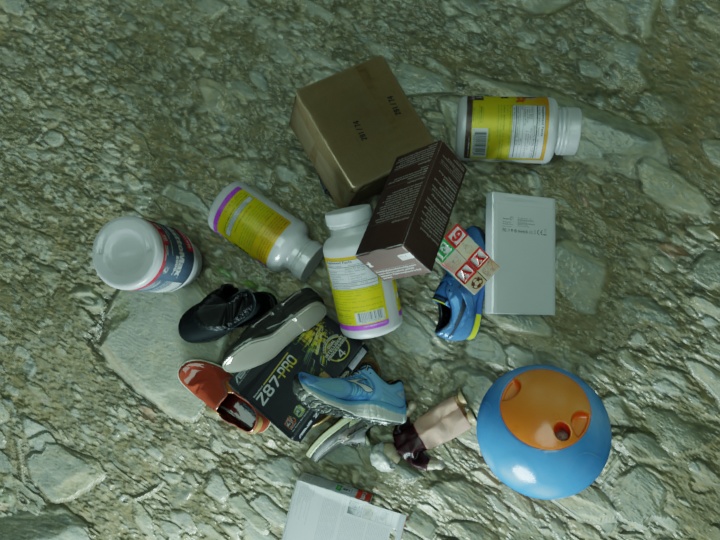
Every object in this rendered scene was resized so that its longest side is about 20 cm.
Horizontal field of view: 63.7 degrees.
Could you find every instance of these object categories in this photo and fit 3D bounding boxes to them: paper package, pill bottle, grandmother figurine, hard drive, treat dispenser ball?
[{"bbox_3d":[0.003,-0.233,0.995,0.190,0.103,0.200,-29,82,-19],"label":"paper package"},{"bbox_3d":[-0.358,-0.022,1.010,0.119,0.200,0.120,-1,86,8],"label":"pill bottle"},{"bbox_3d":[0.000,0.000,0.935,0.104,0.104,0.201,-10,102,7],"label":"pill bottle"},{"bbox_3d":[0.105,0.288,0.999,0.200,0.061,0.122,-31,54,8],"label":"grandmother figurine"},{"bbox_3d":[-0.165,-0.067,1.035,0.200,0.104,0.104,34,91,9],"label":"pill bottle"},{"bbox_3d":[0.271,-0.026,0.981,0.131,0.027,0.201,3,85,-22],"label":"hard drive"},{"bbox_3d":[0.282,0.248,0.901,0.200,0.201,0.202,-1,86,8],"label":"treat dispenser ball"},{"bbox_3d":[0.263,-0.238,0.983,0.199,0.109,0.110,4,87,8],"label":"pill bottle"}]

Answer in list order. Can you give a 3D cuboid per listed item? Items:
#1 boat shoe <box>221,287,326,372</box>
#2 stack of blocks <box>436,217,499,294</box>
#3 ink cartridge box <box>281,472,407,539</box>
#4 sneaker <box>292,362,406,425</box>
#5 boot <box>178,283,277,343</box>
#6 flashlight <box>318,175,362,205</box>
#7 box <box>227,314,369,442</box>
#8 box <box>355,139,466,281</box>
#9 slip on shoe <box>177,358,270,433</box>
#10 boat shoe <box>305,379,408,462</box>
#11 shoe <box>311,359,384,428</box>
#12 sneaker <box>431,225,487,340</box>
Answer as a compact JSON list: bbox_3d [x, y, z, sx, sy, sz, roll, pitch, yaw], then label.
[{"bbox_3d":[-0.150,0.100,0.987,0.200,0.067,0.057,-33,47,-5],"label":"boat shoe"},{"bbox_3d":[0.126,-0.052,0.947,0.059,0.200,0.115,-48,120,4],"label":"stack of blocks"},{"bbox_3d":[-0.026,0.438,1.008,0.199,0.050,0.109,14,88,8],"label":"ink cartridge box"},{"bbox_3d":[-0.016,0.192,0.941,0.199,0.078,0.090,18,66,-21],"label":"sneaker"},{"bbox_3d":[-0.254,0.076,1.005,0.199,0.168,0.077,-15,83,7],"label":"boot"},{"bbox_3d":[-0.019,-0.094,1.040,0.068,0.068,0.201,-22,79,-19],"label":"flashlight"},{"bbox_3d":[-0.107,0.166,1.005,0.161,0.049,0.200,34,80,26],"label":"box"},{"bbox_3d":[0.079,-0.089,0.866,0.075,0.100,0.200,42,57,-29],"label":"box"},{"bbox_3d":[-0.250,0.226,1.049,0.200,0.061,0.074,34,93,10],"label":"slip on shoe"},{"bbox_3d":[-0.005,0.273,1.003,0.201,0.072,0.066,-41,77,2],"label":"boat shoe"},{"bbox_3d":[-0.045,0.225,1.021,0.200,0.053,0.070,-29,64,5],"label":"shoe"},{"bbox_3d":[0.168,0.020,0.989,0.078,0.066,0.201,9,88,-22],"label":"sneaker"}]
